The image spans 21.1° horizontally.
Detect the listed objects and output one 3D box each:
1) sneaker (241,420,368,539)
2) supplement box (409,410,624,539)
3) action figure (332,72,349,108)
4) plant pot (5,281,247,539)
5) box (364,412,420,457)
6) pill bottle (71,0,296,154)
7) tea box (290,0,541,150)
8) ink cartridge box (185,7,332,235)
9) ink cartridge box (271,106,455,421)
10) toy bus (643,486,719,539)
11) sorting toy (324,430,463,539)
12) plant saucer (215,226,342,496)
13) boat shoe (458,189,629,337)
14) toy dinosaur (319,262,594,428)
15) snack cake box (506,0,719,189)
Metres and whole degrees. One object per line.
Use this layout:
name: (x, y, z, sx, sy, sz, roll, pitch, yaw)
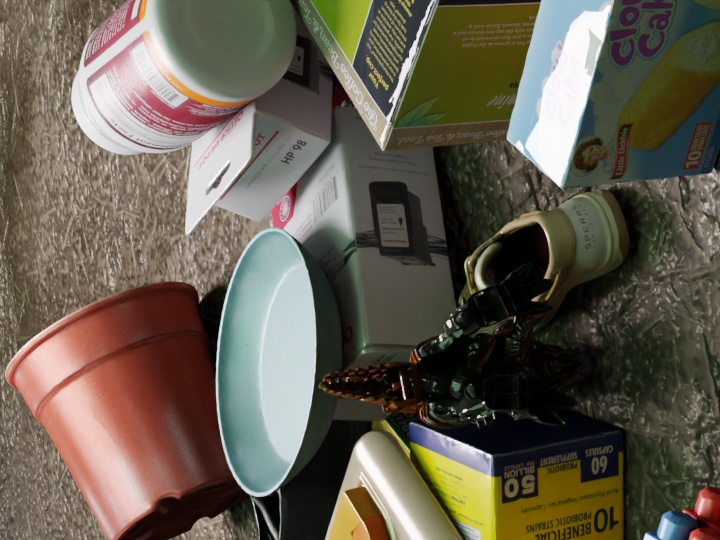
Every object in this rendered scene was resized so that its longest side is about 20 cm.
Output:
sneaker: (-0.045, 0.155, 1.512, 0.060, 0.104, 0.200, -23, 76, 60)
supplement box: (0.108, 0.203, 1.336, 0.109, 0.109, 0.201, 17, 112, 59)
action figure: (-0.040, -0.146, 1.569, 0.200, 0.052, 0.066, -41, 41, 48)
plant pot: (-0.204, 0.146, 1.823, 0.196, 0.200, 0.201, 63, 147, 16)
box: (0.037, 0.172, 1.523, 0.200, 0.048, 0.118, 50, 138, 46)
pill bottle: (-0.137, -0.152, 1.413, 0.200, 0.113, 0.113, -23, 76, 58)
tea box: (0.055, -0.220, 1.304, 0.200, 0.133, 0.197, 61, 144, 36)
ink cartridge box: (-0.076, -0.122, 1.482, 0.116, 0.067, 0.200, -46, 33, 44)
ink cartridge box: (0.000, 0.000, 1.470, 0.145, 0.083, 0.201, 133, 135, -54)
toy bus: (0.209, 0.238, 1.165, 0.200, 0.135, 0.192, 34, 110, 51)
sorting toy: (0.019, 0.241, 1.348, 0.185, 0.036, 0.200, 55, 140, 36)
plant saucer: (-0.057, 0.069, 1.439, 0.200, 0.036, 0.201, -176, 90, -66)
boat shoe: (0.108, -0.001, 1.329, 0.200, 0.066, 0.074, -47, 58, 57)
toy dinosaur: (0.072, 0.073, 1.271, 0.102, 0.200, 0.136, 61, 147, 3)
snack cake box: (0.169, -0.152, 1.132, 0.067, 0.115, 0.200, 49, 138, 44)
